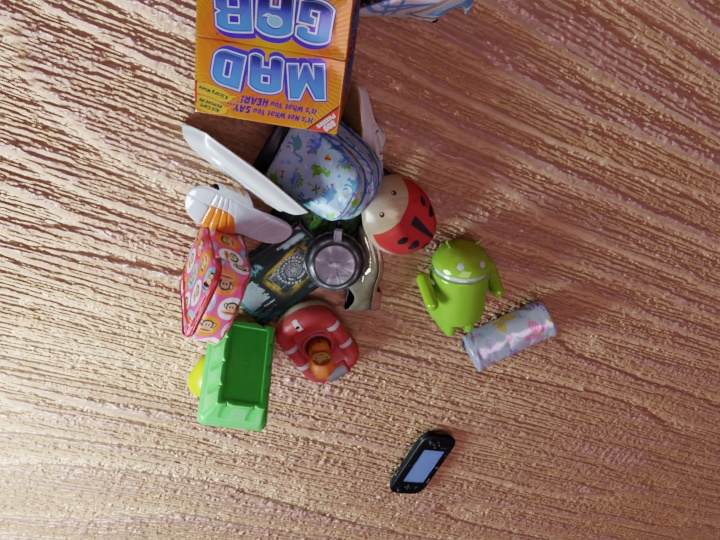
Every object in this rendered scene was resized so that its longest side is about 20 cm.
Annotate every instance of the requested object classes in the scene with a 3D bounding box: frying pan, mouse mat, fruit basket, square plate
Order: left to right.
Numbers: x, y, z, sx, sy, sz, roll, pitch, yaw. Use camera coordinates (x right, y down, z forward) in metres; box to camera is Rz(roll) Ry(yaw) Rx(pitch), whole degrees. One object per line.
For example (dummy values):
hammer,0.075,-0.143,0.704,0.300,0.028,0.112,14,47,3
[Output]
fruit basket,-0.251,0.205,1.277,0.153,0.216,0.218,11,119,-17
square plate,-0.193,-0.157,1.041,0.199,0.198,0.029,37,88,-29
mouse mat,-0.049,-0.132,1.200,0.160,0.008,0.200,32,109,-27
frying pan,-0.030,-0.045,1.194,0.114,0.031,0.191,28,109,-9

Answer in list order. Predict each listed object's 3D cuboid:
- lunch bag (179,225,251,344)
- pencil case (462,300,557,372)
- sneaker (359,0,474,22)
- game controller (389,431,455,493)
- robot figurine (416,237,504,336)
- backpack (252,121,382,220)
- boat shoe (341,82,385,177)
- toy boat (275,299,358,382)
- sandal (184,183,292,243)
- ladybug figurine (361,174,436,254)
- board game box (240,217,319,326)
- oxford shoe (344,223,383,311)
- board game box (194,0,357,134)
lunch bag,-0.260,0.027,1.136,0.081,0.201,0.177,17,116,-27
pencil case,0.320,0.142,1.405,0.198,0.083,0.091,-27,117,4
sneaker,0.083,-0.414,1.019,0.197,0.072,0.073,-10,132,-2
game controller,0.150,0.470,1.595,0.103,0.042,0.201,18,116,-22
robot figurine,0.191,0.028,1.286,0.173,0.116,0.202,-8,122,-18
backpack,-0.061,-0.168,1.063,0.199,0.154,0.164,32,111,-11
boat shoe,0.009,-0.227,1.123,0.069,0.071,0.202,-26,129,-27
toy boat,-0.082,0.159,1.297,0.130,0.131,0.201,-30,123,7
sandal,-0.210,-0.103,1.128,0.205,0.060,0.079,22,132,-40
ladybug figurine,0.079,-0.093,1.175,0.199,0.072,0.137,25,91,-54
board game box,-0.152,0.006,1.245,0.199,0.028,0.136,-34,122,12
oxford shoe,0.000,0.000,1.249,0.074,0.071,0.202,-11,123,-15
board game box,-0.108,-0.334,0.921,0.197,0.201,0.202,9,121,-1
